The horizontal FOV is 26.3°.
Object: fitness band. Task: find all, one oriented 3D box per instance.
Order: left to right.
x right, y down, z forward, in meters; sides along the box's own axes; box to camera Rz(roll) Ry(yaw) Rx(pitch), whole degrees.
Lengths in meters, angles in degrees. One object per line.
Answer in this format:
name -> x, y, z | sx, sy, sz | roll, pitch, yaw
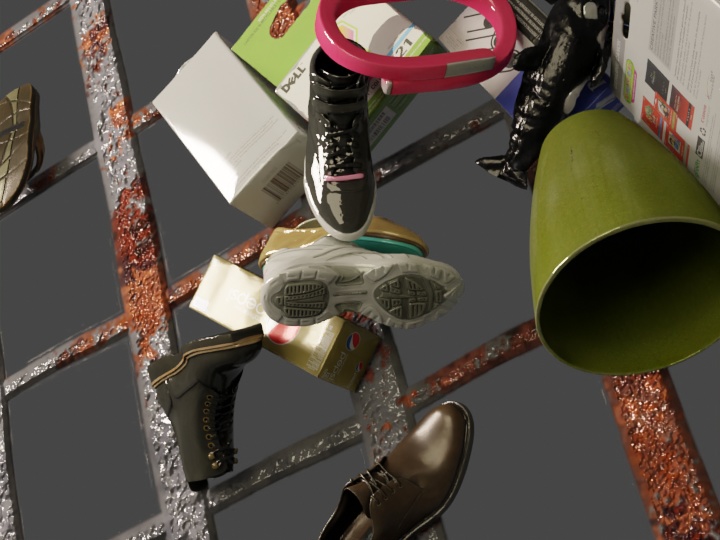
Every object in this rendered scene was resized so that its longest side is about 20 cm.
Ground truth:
fitness band -> 0.055, -0.232, 1.477 | 0.200, 0.037, 0.144 | -8, 51, -18

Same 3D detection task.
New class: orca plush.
orca plush -> 0.159, -0.181, 1.428 | 0.200, 0.071, 0.105 | -57, 34, 21

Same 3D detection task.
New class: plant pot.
plant pot -> 0.224, -0.045, 1.343 | 0.187, 0.187, 0.200 | -31, 42, 20

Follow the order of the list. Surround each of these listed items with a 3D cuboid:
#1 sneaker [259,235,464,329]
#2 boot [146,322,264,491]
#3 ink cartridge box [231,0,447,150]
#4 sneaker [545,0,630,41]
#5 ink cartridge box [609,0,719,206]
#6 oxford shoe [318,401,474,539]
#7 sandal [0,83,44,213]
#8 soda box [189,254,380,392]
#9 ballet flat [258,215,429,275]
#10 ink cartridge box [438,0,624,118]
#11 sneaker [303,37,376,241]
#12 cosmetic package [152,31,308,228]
sneaker -> 0.000, 0.000, 1.485 | 0.099, 0.200, 0.078 | -105, 22, -56
boot -> -0.135, 0.136, 1.526 | 0.200, 0.077, 0.138 | -31, 73, 60
ink cartridge box -> -0.034, -0.235, 1.609 | 0.200, 0.076, 0.148 | 40, 96, 16
sneaker -> 0.250, -0.244, 1.468 | 0.078, 0.070, 0.200 | -50, 46, 12
ink cartridge box -> 0.299, -0.190, 1.317 | 0.084, 0.200, 0.176 | -24, 52, -16
oxford shoe -> 0.032, 0.202, 1.416 | 0.073, 0.084, 0.200 | 35, 91, 41
sandal -> -0.425, -0.145, 1.902 | 0.082, 0.055, 0.200 | -21, 46, 20
soda box -> -0.078, 0.052, 1.564 | 0.200, 0.068, 0.064 | 26, 89, 39
ballet flat -> -0.017, -0.033, 1.563 | 0.200, 0.069, 0.063 | -7, 52, 31
ink cartridge box -> 0.169, -0.200, 1.515 | 0.094, 0.044, 0.200 | -47, 52, 12
sneaker -> -0.022, -0.133, 1.479 | 0.071, 0.099, 0.200 | -3, 69, -2
cosmetic package -> -0.129, -0.155, 1.681 | 0.113, 0.081, 0.200 | -45, 51, 11
